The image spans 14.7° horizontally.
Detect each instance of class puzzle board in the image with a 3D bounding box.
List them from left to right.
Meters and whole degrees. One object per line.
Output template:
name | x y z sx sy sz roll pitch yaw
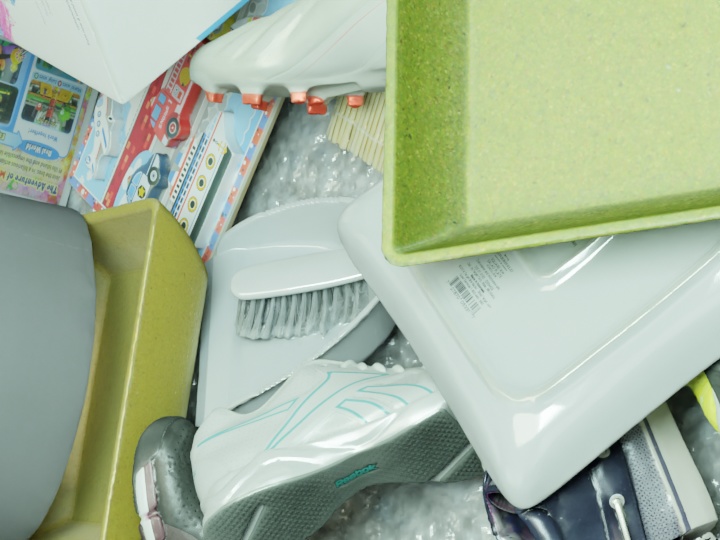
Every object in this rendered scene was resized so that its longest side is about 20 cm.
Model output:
puzzle board | -0.099 -0.103 1.598 0.151 0.017 0.201 44 118 44

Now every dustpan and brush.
dustpan and brush | 0.000 0.000 1.484 0.199 0.057 0.140 -12 43 12

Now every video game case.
video game case | -0.222 -0.137 1.618 0.024 0.200 0.183 16 90 39

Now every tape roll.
tape roll | -0.214 0.056 1.601 0.200 0.066 0.202 -168 90 -67

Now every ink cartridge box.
ink cartridge box | -0.162 -0.204 1.498 0.128 0.126 0.200 -42 48 -21

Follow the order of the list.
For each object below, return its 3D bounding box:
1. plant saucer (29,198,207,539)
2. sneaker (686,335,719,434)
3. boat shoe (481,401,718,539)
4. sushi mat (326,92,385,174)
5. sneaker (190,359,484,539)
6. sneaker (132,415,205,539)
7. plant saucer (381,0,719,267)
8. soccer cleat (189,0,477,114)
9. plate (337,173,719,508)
plant saucer | -0.139 0.068 1.563 0.200 0.048 0.201 173 108 -67
sneaker | 0.161 0.013 1.362 0.076 0.075 0.201 -51 46 39
boat shoe | 0.092 0.066 1.351 0.201 0.092 0.075 64 160 18
sushi mat | 0.038 -0.143 1.454 0.096 0.012 0.201 33 115 41
sneaker | 0.006 0.073 1.422 0.199 0.071 0.080 -19 49 -3
sneaker | -0.039 0.163 1.462 0.115 0.076 0.201 -14 100 27
plant saucer | 0.109 -0.102 1.309 0.199 0.048 0.201 -8 69 26
soccer cleat | -0.008 -0.125 1.450 0.199 0.069 0.078 -4 84 41
plate | 0.099 -0.020 1.334 0.200 0.032 0.200 -39 56 10
